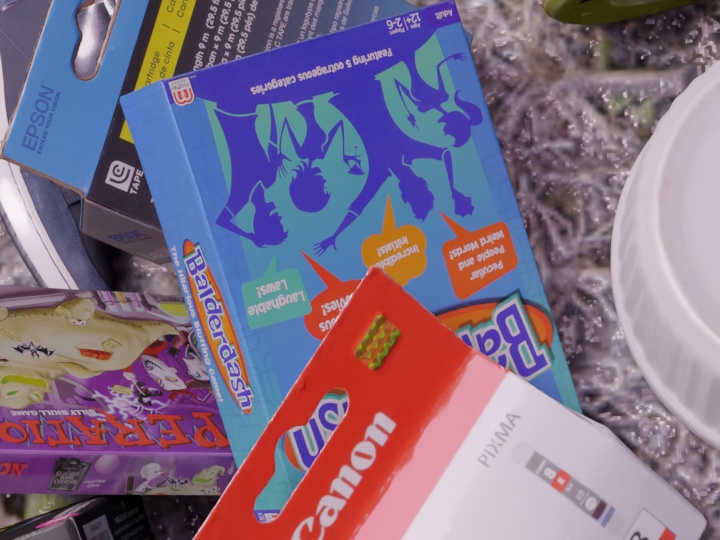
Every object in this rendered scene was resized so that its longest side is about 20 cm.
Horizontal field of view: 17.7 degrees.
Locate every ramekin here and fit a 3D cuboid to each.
[{"bbox_3d":[0.206,-0.013,0.995,0.202,0.094,0.203,-2,73,8],"label":"ramekin"}]

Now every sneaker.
[{"bbox_3d":[-0.105,-0.083,1.077,0.146,0.077,0.203,-19,70,6],"label":"sneaker"}]

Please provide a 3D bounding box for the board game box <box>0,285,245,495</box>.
[{"bbox_3d":[-0.132,0.049,0.981,0.200,0.032,0.120,4,37,-31],"label":"board game box"}]

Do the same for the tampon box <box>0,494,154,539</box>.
[{"bbox_3d":[-0.178,0.183,0.957,0.200,0.150,0.127,-18,89,4],"label":"tampon box"}]

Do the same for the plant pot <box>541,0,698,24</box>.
[{"bbox_3d":[0.119,-0.220,1.035,0.200,0.200,0.193,-16,84,5],"label":"plant pot"}]

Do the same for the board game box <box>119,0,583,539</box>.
[{"bbox_3d":[0.000,0.000,0.979,0.152,0.045,0.200,-20,94,-31],"label":"board game box"}]

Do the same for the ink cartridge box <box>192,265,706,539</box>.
[{"bbox_3d":[0.037,0.117,0.939,0.050,0.200,0.162,22,75,51],"label":"ink cartridge box"}]

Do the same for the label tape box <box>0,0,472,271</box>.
[{"bbox_3d":[-0.062,-0.074,1.015,0.200,0.063,0.145,24,74,-28],"label":"label tape box"}]
